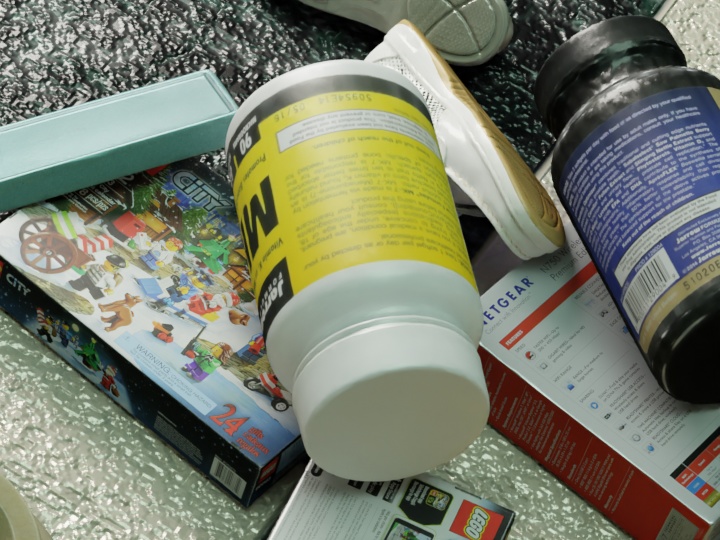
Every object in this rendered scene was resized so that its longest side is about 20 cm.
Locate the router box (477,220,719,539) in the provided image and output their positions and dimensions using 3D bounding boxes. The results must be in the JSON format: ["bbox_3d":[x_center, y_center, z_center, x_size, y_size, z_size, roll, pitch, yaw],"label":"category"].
[{"bbox_3d":[0.170,0.045,1.608,0.179,0.049,0.200,39,51,17],"label":"router box"}]

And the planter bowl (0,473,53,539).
[{"bbox_3d":[-0.213,0.162,1.336,0.200,0.135,0.201,8,49,-9],"label":"planter bowl"}]

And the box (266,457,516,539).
[{"bbox_3d":[-0.008,0.178,1.448,0.110,0.035,0.200,23,48,7],"label":"box"}]

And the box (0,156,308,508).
[{"bbox_3d":[-0.088,0.019,1.560,0.200,0.038,0.137,38,50,16],"label":"box"}]

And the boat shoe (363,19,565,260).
[{"bbox_3d":[0.048,-0.060,1.643,0.069,0.071,0.200,-39,42,5],"label":"boat shoe"}]

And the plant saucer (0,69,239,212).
[{"bbox_3d":[-0.159,-0.066,1.582,0.200,0.019,0.070,-16,34,-14],"label":"plant saucer"}]

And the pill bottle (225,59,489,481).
[{"bbox_3d":[0.000,0.000,1.500,0.114,0.114,0.200,0,50,-17],"label":"pill bottle"}]

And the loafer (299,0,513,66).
[{"bbox_3d":[0.002,-0.182,1.753,0.200,0.072,0.063,32,10,9],"label":"loafer"}]

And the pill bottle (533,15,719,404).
[{"bbox_3d":[0.169,-0.037,1.570,0.112,0.112,0.200,-9,54,-23],"label":"pill bottle"}]
